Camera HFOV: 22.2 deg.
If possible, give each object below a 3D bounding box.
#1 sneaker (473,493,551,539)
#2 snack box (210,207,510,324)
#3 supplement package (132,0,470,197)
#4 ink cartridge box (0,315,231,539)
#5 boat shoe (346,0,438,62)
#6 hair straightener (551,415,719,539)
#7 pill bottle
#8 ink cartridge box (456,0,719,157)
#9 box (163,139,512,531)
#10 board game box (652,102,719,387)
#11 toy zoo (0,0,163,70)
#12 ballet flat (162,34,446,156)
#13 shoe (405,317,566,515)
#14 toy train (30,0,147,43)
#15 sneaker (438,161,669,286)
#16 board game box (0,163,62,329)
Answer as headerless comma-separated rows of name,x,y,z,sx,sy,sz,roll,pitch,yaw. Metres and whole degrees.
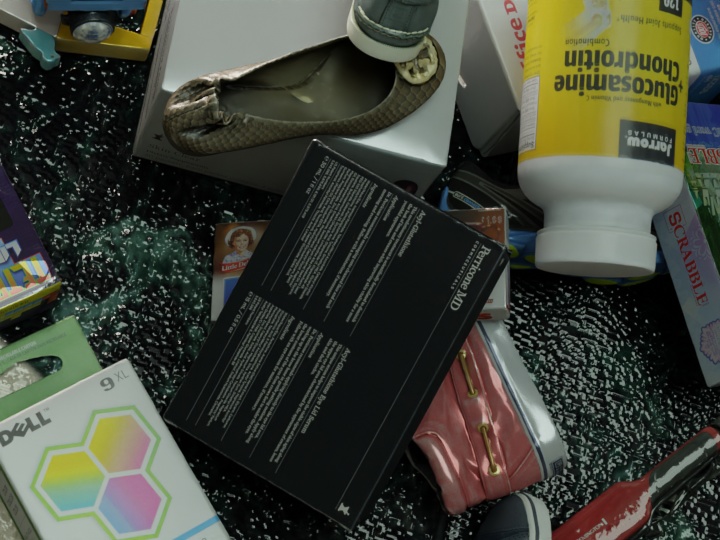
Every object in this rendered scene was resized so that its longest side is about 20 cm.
sneaker,0.064,0.229,1.173,0.079,0.078,0.201,22,66,-14
snack box,0.000,0.000,1.226,0.198,0.024,0.073,-3,69,9
supplement package,-0.039,-0.142,1.266,0.198,0.111,0.157,14,66,-11
ink cartridge box,-0.171,0.124,1.149,0.103,0.059,0.201,-26,79,-24
boat shoe,0.029,-0.219,1.211,0.072,0.062,0.201,14,43,-7
hair straightener,0.197,0.151,1.251,0.200,0.077,0.041,-42,66,-11
pill bottle,0.163,-0.100,1.231,0.111,0.112,0.202,5,83,-15
ink cartridge box,0.164,-0.182,1.359,0.198,0.084,0.146,-14,76,-22
box,-0.012,0.041,1.164,0.140,0.079,0.201,30,92,10
board game box,0.292,-0.021,1.322,0.199,0.041,0.201,-2,69,-43
toy zoo,-0.197,-0.229,1.299,0.130,0.020,0.202,16,66,-11
ballet flat,-0.031,-0.117,1.171,0.198,0.046,0.068,-15,77,-21
shoe,0.055,0.065,1.237,0.090,0.072,0.201,-23,66,-8
toy train,-0.186,-0.257,1.237,0.086,0.114,0.202,-1,71,-18
sneaker,0.153,-0.038,1.308,0.198,0.071,0.083,10,73,-11
board game box,-0.314,-0.017,1.161,0.199,0.057,0.166,-24,80,-24
